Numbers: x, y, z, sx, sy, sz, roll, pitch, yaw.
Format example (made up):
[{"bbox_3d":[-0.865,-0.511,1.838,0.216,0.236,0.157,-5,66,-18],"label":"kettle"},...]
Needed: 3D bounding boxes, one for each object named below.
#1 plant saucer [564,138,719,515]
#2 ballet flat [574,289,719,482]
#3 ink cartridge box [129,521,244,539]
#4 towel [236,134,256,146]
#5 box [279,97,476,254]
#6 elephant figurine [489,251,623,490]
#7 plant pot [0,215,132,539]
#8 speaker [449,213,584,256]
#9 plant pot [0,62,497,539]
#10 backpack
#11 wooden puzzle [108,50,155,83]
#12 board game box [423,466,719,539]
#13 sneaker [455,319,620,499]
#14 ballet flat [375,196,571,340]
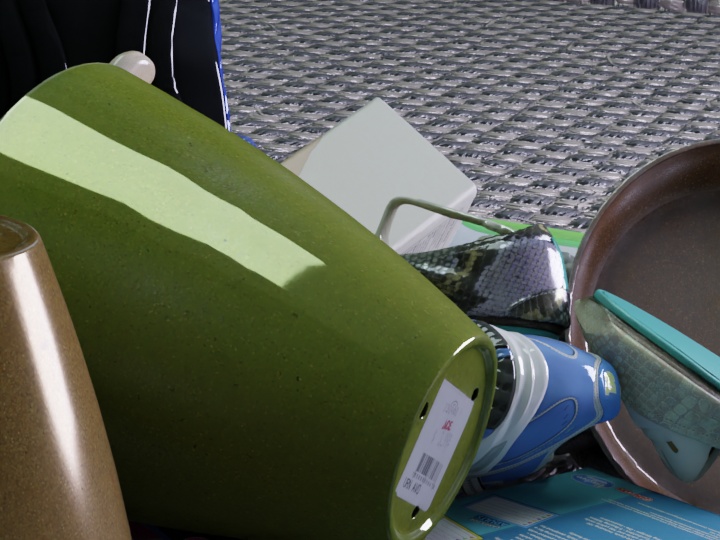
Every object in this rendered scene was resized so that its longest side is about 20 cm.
[{"bbox_3d":[0.185,0.037,1.103,0.200,0.201,0.032,-2,-14,-18],"label":"plant saucer"},{"bbox_3d":[0.173,0.081,1.040,0.200,0.062,0.067,29,10,-5],"label":"ballet flat"},{"bbox_3d":[-0.116,0.114,1.055,0.094,0.037,0.200,-5,14,-28],"label":"ink cartridge box"},{"bbox_3d":[-0.135,-0.033,1.430,0.199,0.145,0.024,11,40,30],"label":"towel"},{"bbox_3d":[-0.040,0.004,1.204,0.078,0.095,0.200,43,53,13],"label":"box"},{"bbox_3d":[0.143,0.058,1.178,0.199,0.156,0.142,9,-22,-19],"label":"elephant figurine"},{"bbox_3d":[-0.161,0.084,0.826,0.186,0.201,0.186,2,13,0],"label":"plant pot"},{"bbox_3d":[0.124,0.017,1.372,0.199,0.089,0.088,9,16,25],"label":"speaker"},{"bbox_3d":[-0.052,0.035,0.959,0.200,0.188,0.187,22,21,21],"label":"plant pot"},{"bbox_3d":[-0.161,-0.114,1.268,0.162,0.201,0.168,-6,0,-15],"label":"backpack"},{"bbox_3d":[-0.185,-0.011,1.061,0.037,0.185,0.200,40,-26,-13],"label":"wooden puzzle"},{"bbox_3d":[0.073,0.138,0.957,0.200,0.047,0.151,-9,16,-38],"label":"board game box"},{"bbox_3d":[0.044,0.077,1.062,0.077,0.076,0.200,5,-16,-25],"label":"sneaker"},{"bbox_3d":[0.000,0.000,1.079,0.200,0.072,0.072,0,13,16],"label":"ballet flat"}]
